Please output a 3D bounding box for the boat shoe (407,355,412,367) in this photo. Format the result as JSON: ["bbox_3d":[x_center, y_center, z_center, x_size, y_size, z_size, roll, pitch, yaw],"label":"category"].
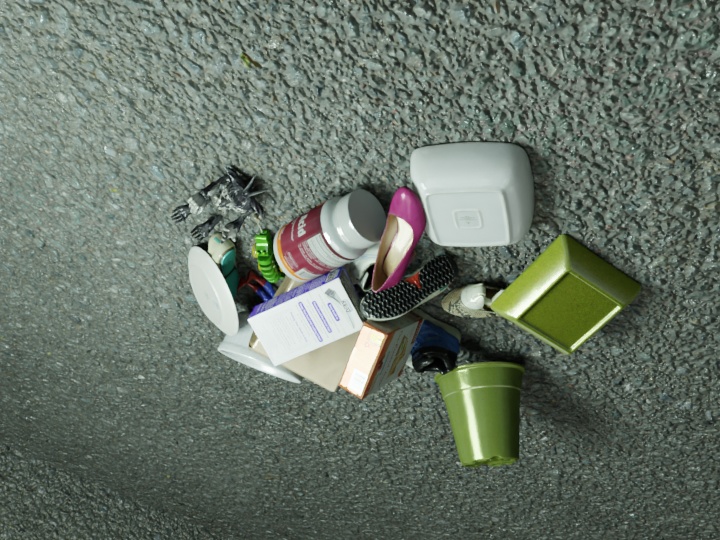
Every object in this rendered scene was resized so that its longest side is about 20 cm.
[{"bbox_3d":[0.077,0.179,1.623,0.074,0.087,0.202,-18,132,37],"label":"boat shoe"}]

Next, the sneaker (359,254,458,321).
[{"bbox_3d":[0.089,0.045,1.393,0.198,0.071,0.094,-28,164,-13],"label":"sneaker"}]

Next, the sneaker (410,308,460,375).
[{"bbox_3d":[0.111,0.146,1.543,0.198,0.112,0.077,24,139,-11],"label":"sneaker"}]

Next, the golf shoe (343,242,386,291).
[{"bbox_3d":[0.000,0.000,1.412,0.078,0.098,0.199,31,142,-22],"label":"golf shoe"}]

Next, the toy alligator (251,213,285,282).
[{"bbox_3d":[-0.185,-0.034,1.470,0.058,0.055,0.201,3,142,15],"label":"toy alligator"}]

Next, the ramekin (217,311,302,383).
[{"bbox_3d":[-0.205,0.167,1.658,0.198,0.099,0.201,21,166,5],"label":"ramekin"}]

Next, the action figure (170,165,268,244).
[{"bbox_3d":[-0.254,-0.109,1.362,0.199,0.103,0.119,-21,119,41],"label":"action figure"}]

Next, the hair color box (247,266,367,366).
[{"bbox_3d":[-0.097,0.086,1.401,0.198,0.065,0.110,-23,107,16],"label":"hair color box"}]

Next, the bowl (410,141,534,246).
[{"bbox_3d":[0.181,-0.109,1.223,0.197,0.075,0.201,0,142,18],"label":"bowl"}]

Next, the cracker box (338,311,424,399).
[{"bbox_3d":[0.044,0.153,1.431,0.057,0.200,0.135,26,106,19],"label":"cracker box"}]

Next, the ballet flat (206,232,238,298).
[{"bbox_3d":[-0.290,-0.004,1.552,0.069,0.070,0.201,15,142,0],"label":"ballet flat"}]

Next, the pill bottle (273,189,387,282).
[{"bbox_3d":[-0.054,-0.062,1.335,0.114,0.115,0.199,38,138,-28],"label":"pill bottle"}]

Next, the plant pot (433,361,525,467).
[{"bbox_3d":[0.262,0.312,1.590,0.197,0.193,0.201,-3,158,-1],"label":"plant pot"}]

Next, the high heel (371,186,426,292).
[{"bbox_3d":[0.057,-0.046,1.246,0.067,0.096,0.201,29,147,26],"label":"high heel"}]

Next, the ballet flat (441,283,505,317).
[{"bbox_3d":[0.253,0.055,1.410,0.197,0.069,0.075,7,156,4],"label":"ballet flat"}]

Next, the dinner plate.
[{"bbox_3d":[-0.311,0.047,1.546,0.200,0.024,0.202,39,144,36],"label":"dinner plate"}]

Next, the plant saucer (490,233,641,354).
[{"bbox_3d":[0.369,0.061,1.342,0.198,0.048,0.200,30,122,-18],"label":"plant saucer"}]

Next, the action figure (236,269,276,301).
[{"bbox_3d":[-0.170,0.073,1.613,0.199,0.052,0.065,31,137,-23],"label":"action figure"}]

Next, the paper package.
[{"bbox_3d":[-0.093,0.111,1.513,0.198,0.104,0.192,30,104,-13],"label":"paper package"}]
